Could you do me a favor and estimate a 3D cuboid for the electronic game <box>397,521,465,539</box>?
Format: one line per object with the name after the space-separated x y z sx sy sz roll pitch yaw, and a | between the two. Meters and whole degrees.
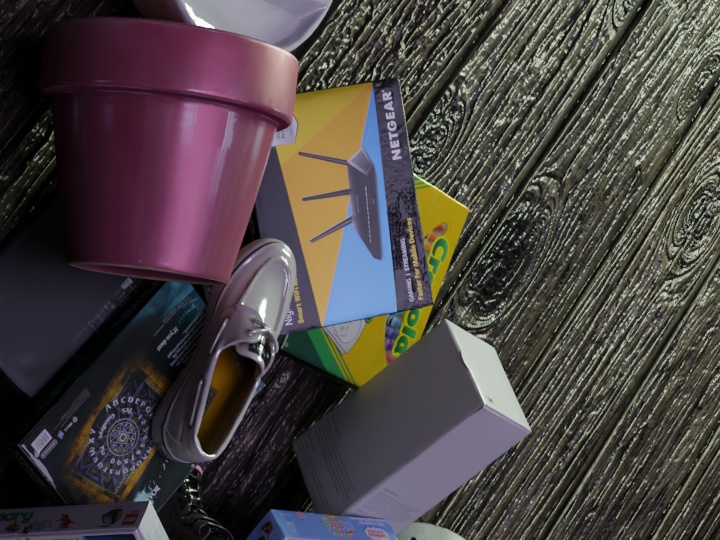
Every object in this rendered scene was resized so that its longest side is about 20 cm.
0.048 0.346 1.927 0.198 0.042 0.202 1 87 -18 | electronic game

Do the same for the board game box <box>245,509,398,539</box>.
-0.077 0.296 1.769 0.150 0.037 0.200 12 124 -46 | board game box

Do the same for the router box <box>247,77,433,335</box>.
-0.025 -0.056 1.715 0.148 0.051 0.202 -11 95 -17 | router box

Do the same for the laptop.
-0.228 0.046 1.638 0.200 0.116 0.188 45 65 -11 | laptop

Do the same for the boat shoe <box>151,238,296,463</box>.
-0.096 0.064 1.583 0.071 0.069 0.201 42 66 -32 | boat shoe

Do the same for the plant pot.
-0.154 -0.086 1.525 0.199 0.199 0.181 10 85 -46 | plant pot

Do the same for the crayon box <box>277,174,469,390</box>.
0.000 0.000 1.820 0.172 0.058 0.202 28 81 -46 | crayon box

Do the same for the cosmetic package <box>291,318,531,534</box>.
0.044 0.152 1.803 0.199 0.108 0.085 -37 139 20 | cosmetic package

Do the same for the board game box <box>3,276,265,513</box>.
-0.177 0.114 1.582 0.200 0.028 0.136 -49 120 -27 | board game box

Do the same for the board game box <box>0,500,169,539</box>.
-0.233 0.242 1.556 0.035 0.198 0.127 -66 144 -49 | board game box

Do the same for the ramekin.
-0.112 -0.272 1.601 0.201 0.094 0.205 -10 104 -45 | ramekin

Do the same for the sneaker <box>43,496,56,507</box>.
-0.194 0.157 1.621 0.201 0.075 0.092 -57 156 -9 | sneaker

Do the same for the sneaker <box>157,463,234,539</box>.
-0.142 0.205 1.673 0.071 0.099 0.202 32 56 -41 | sneaker
